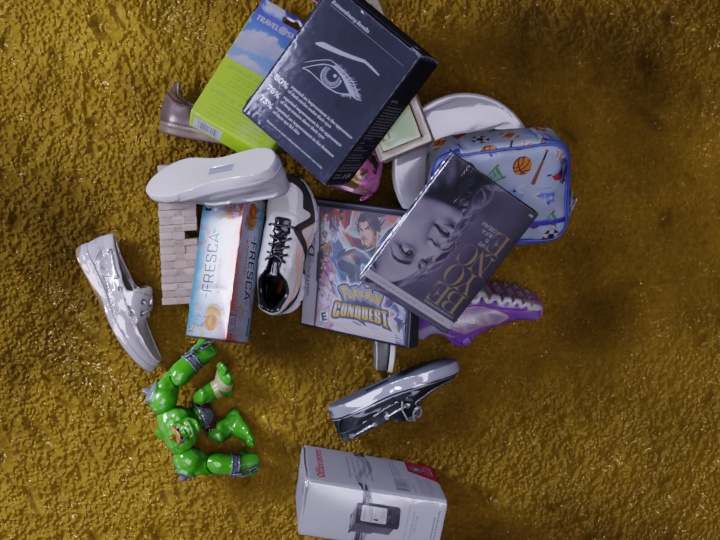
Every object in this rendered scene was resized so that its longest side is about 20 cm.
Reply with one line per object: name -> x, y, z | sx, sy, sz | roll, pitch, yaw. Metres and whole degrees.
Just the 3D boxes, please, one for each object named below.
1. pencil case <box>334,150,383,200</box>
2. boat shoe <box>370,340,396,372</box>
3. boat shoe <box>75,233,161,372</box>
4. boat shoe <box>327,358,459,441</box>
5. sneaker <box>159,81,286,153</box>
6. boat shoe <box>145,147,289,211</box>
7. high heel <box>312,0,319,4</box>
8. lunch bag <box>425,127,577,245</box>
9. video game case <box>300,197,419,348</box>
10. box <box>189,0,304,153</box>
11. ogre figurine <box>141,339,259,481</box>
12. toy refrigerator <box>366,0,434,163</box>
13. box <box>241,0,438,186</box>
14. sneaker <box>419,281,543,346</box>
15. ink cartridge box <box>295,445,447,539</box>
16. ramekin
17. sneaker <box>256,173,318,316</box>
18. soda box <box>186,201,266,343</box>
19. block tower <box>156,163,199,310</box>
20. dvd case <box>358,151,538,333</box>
pencil case -> 0.007, -0.201, 1.603 | 0.082, 0.086, 0.201 | 13, 98, -38
boat shoe -> 0.016, 0.044, 1.643 | 0.060, 0.072, 0.203 | -5, 92, -6
boat shoe -> -0.319, 0.043, 1.612 | 0.069, 0.071, 0.201 | -27, 98, 1
boat shoe -> 0.055, 0.188, 1.664 | 0.198, 0.074, 0.068 | -24, 95, -1
sneaker -> -0.173, -0.208, 1.591 | 0.198, 0.070, 0.076 | 8, 96, -7
boat shoe -> -0.186, -0.111, 1.536 | 0.199, 0.072, 0.069 | -12, 134, 19
high heel -> -0.075, -0.435, 1.565 | 0.200, 0.067, 0.096 | 40, 104, -6
lunch bag -> 0.183, -0.102, 1.527 | 0.198, 0.076, 0.161 | -5, 117, -6
video game case -> 0.000, 0.000, 1.591 | 0.025, 0.199, 0.182 | -5, 102, -49
box -> -0.130, -0.253, 1.564 | 0.121, 0.048, 0.201 | 29, 69, -3
ogre figurine -> -0.226, 0.211, 1.637 | 0.119, 0.098, 0.201 | -24, 115, -19
toy refrigerator -> 0.026, -0.248, 1.521 | 0.075, 0.070, 0.201 | -21, 91, 8
box -> -0.024, -0.228, 1.444 | 0.148, 0.104, 0.200 | 42, 104, 9
sneaker -> 0.159, 0.064, 1.660 | 0.198, 0.081, 0.089 | 2, 105, 0
ink cartridge box -> 0.009, 0.321, 1.643 | 0.198, 0.145, 0.084 | 10, 100, -7
ramekin -> 0.137, -0.144, 1.615 | 0.201, 0.094, 0.204 | -1, 99, -5
sneaker -> -0.103, -0.031, 1.598 | 0.073, 0.080, 0.202 | 6, 102, 12
soda box -> -0.183, -0.003, 1.591 | 0.068, 0.064, 0.202 | 5, 84, 25
block tower -> -0.250, -0.046, 1.615 | 0.057, 0.054, 0.202 | -3, 98, -4
dvd case -> 0.113, -0.032, 1.491 | 0.148, 0.016, 0.200 | 32, 103, -23
